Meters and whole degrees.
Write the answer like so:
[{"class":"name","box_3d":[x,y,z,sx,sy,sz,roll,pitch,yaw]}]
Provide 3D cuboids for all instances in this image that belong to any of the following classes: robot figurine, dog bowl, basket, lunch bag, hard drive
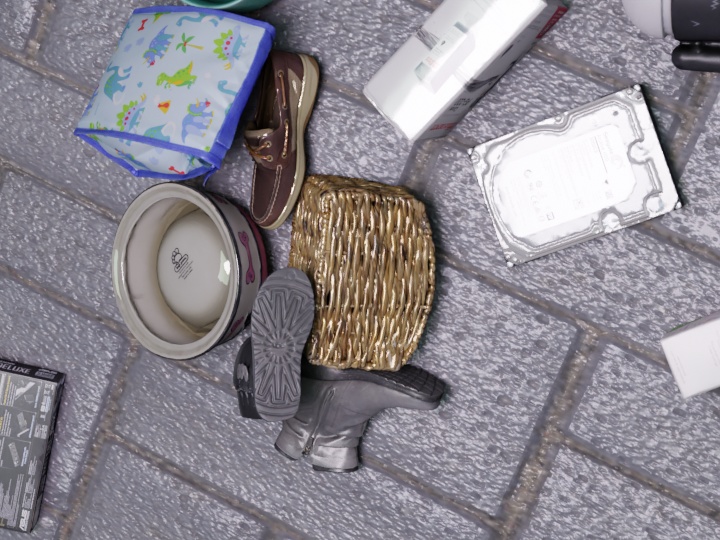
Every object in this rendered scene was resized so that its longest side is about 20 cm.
[{"class":"robot figurine","box_3d":[0.358,-0.289,1.415,0.198,0.125,0.151,4,63,17]},{"class":"dog bowl","box_3d":[-0.190,-0.001,1.627,0.199,0.074,0.202,4,96,37]},{"class":"basket","box_3d":[0.000,0.000,1.595,0.142,0.149,0.202,4,99,-16]},{"class":"lunch bag","box_3d":[-0.188,-0.191,1.549,0.199,0.127,0.171,6,69,47]},{"class":"hard drive","box_3d":[0.228,-0.099,1.522,0.199,0.038,0.141,-19,91,18]}]

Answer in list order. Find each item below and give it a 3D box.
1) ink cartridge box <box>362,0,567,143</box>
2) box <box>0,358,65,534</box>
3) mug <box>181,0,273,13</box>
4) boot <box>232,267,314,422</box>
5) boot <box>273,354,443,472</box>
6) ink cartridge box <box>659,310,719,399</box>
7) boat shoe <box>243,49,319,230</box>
[{"class":"ink cartridge box","box_3d":[0.110,-0.231,1.488,0.200,0.146,0.085,-43,84,18]},{"class":"box","box_3d":[-0.460,0.210,1.751,0.156,0.050,0.202,12,100,-2]},{"class":"mug","box_3d":[-0.150,-0.375,1.573,0.151,0.114,0.186,-31,85,20]},{"class":"boot","box_3d":[-0.099,0.084,1.576,0.065,0.200,0.166,9,85,-7]},{"class":"boot","box_3d":[0.000,0.168,1.619,0.199,0.070,0.133,11,103,28]},{"class":"ink cartridge box","box_3d":[0.412,0.058,1.437,0.199,0.117,0.068,-23,87,19]},{"class":"boat shoe","box_3d":[-0.102,-0.147,1.593,0.072,0.072,0.202,23,102,49]}]
